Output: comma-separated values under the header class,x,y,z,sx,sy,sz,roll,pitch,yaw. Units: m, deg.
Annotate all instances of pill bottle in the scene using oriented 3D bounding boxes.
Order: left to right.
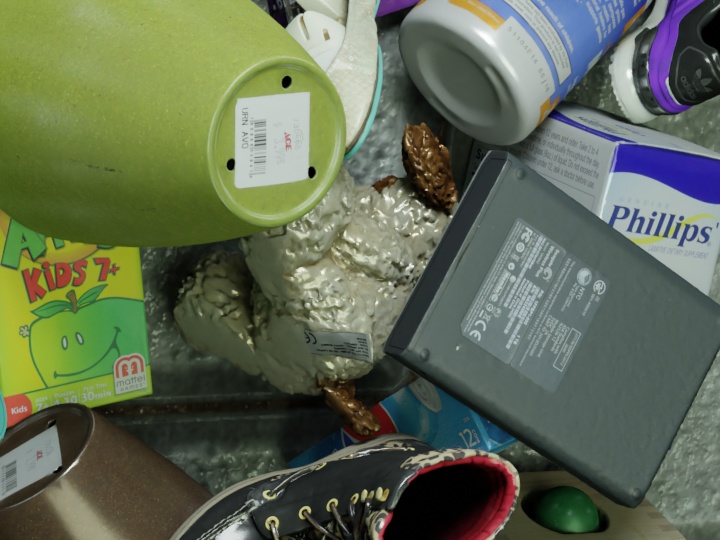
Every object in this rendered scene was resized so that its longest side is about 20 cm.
class,x,y,z,sx,sy,sz,roll,pitch,yaw
pill bottle,0.126,-0.186,1.472,0.200,0.112,0.112,-46,121,-23

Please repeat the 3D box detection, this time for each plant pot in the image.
class,x,y,z,sx,sy,sz,roll,pitch,yaw
plant pot,-0.154,0.187,1.393,0.187,0.187,0.201,-40,119,-13
plant pot,-0.103,-0.088,1.277,0.186,0.199,0.189,-11,110,-35

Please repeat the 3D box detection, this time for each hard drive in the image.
class,x,y,z,sx,sy,sz,roll,pitch,yaw
hard drive,0.125,0.039,1.370,0.199,0.033,0.140,33,79,-25

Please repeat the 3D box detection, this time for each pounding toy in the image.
class,x,y,z,sx,sy,sz,roll,pitch,yaw
pounding toy,0.133,0.207,1.603,0.183,0.142,0.202,0,115,-28

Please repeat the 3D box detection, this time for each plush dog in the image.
class,x,y,z,sx,sy,sz,roll,pitch,yaw
plush dog,0.000,0.000,1.423,0.160,0.200,0.172,45,54,3

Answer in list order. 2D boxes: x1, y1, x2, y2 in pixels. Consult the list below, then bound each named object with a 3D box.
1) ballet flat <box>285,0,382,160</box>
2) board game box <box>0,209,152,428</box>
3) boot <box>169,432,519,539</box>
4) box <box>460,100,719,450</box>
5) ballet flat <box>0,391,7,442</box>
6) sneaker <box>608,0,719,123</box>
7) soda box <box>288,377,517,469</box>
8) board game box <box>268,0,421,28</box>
class,x,y,z,sx,sy,sz,roll,pitch,yaw
ballet flat,-0.023,-0.145,1.358,0.062,0.201,0.067,31,128,-23
board game box,-0.192,-0.012,1.397,0.101,0.048,0.202,-12,110,-25
boot,-0.012,0.152,1.305,0.199,0.150,0.074,-21,96,-24
box,0.145,-0.003,1.502,0.104,0.184,0.202,7,102,-27
ballet flat,-0.289,0.034,1.347,0.071,0.071,0.201,-41,115,-12
sneaker,0.247,-0.174,1.518,0.070,0.099,0.201,55,43,-26
soda box,0.038,0.111,1.463,0.068,0.200,0.065,-21,79,-39
board game box,-0.017,-0.257,1.433,0.119,0.032,0.202,-23,114,-25
